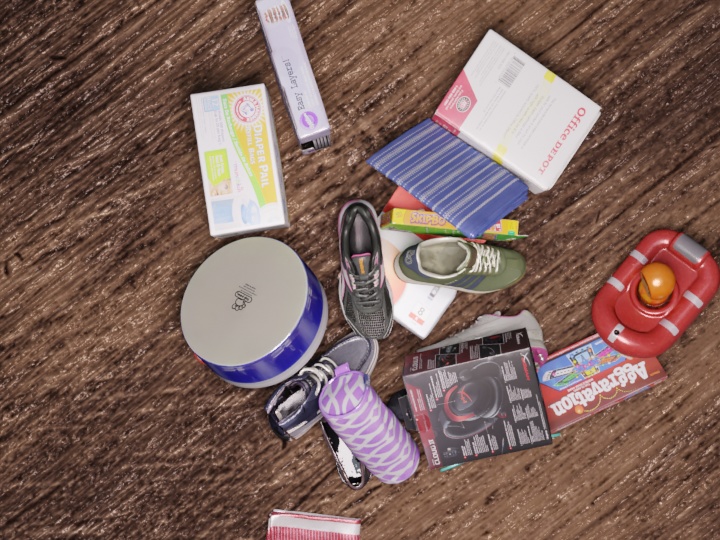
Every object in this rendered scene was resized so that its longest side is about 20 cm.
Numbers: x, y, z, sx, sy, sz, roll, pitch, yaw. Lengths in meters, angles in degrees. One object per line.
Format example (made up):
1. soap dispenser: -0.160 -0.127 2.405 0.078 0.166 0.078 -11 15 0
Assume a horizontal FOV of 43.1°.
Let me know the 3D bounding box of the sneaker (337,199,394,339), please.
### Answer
1. sneaker: 0.000 0.000 1.283 0.079 0.086 0.203 -12 90 1

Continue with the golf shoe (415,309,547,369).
1. golf shoe: 0.174 0.110 1.347 0.197 0.076 0.093 -7 54 11

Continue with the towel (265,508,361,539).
1. towel: -0.077 0.466 1.364 0.142 0.023 0.204 6 90 -1

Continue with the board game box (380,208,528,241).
1. board game box: 0.133 -0.063 1.301 0.197 0.096 0.031 8 86 -9

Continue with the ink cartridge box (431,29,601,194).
1. ink cartridge box: 0.224 -0.226 1.329 0.199 0.083 0.146 35 91 0

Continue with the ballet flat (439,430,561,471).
1. ballet flat: 0.195 0.236 1.348 0.197 0.068 0.073 -18 77 4

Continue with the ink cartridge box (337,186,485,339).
1. ink cartridge box: 0.085 -0.026 1.347 0.161 0.050 0.201 35 93 -1

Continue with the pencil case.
1. pencil case: 0.013 0.219 1.279 0.083 0.086 0.201 -23 130 11

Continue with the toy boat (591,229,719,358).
1. toy boat: 0.417 0.027 1.295 0.130 0.131 0.201 40 87 23

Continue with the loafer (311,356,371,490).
1. loafer: -0.027 0.224 1.340 0.071 0.063 0.203 -18 90 0

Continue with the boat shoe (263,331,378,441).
1. boat shoe: -0.052 0.156 1.283 0.074 0.093 0.200 40 80 17

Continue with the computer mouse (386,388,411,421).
1. computer mouse: 0.126 0.179 1.322 0.198 0.034 0.059 -25 124 21

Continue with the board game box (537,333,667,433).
1. board game box: 0.335 0.154 1.334 0.198 0.020 0.104 -24 64 -5

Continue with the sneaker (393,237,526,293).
1. sneaker: 0.151 -0.009 1.297 0.197 0.090 0.068 2 78 -10

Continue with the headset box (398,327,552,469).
1. headset box: 0.152 0.180 1.265 0.197 0.075 0.151 -15 106 11

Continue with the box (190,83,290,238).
1. box: -0.171 -0.156 1.317 0.111 0.101 0.203 -9 91 0

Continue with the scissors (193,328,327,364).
1. scissors: -0.150 0.111 1.366 0.197 0.014 0.074 5 88 -1

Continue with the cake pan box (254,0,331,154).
1. cake pan box: -0.092 -0.265 1.277 0.052 0.184 0.203 -18 90 0

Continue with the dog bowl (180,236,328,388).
1. dog bowl: -0.150 0.057 1.283 0.197 0.079 0.203 -10 59 16

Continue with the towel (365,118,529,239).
1. towel: 0.125 -0.131 1.291 0.199 0.024 0.144 38 53 22
